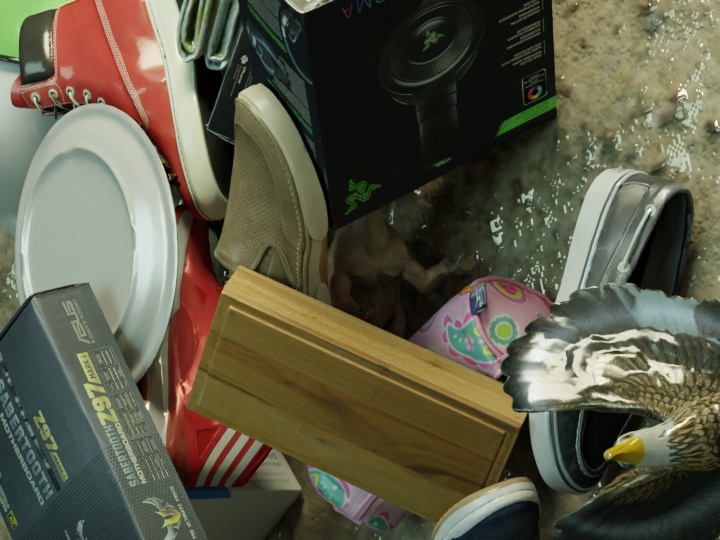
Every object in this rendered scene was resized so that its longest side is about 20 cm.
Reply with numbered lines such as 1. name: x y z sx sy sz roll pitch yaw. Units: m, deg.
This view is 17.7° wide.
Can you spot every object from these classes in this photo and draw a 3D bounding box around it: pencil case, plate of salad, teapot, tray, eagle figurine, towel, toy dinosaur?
1. pencil case: 0.049 0.087 1.485 0.200 0.087 0.088 -44 57 36
2. plate of salad: -0.173 -0.011 1.555 0.200 0.048 0.201 -1 89 51
3. teapot: -0.210 -0.119 1.740 0.145 0.198 0.201 17 129 11
4. tray: -0.003 0.083 1.428 0.199 0.037 0.099 24 127 5
5. eagle figurine: 0.184 0.091 1.303 0.200 0.150 0.152 -1 65 61
6. towel: -0.068 -0.241 1.572 0.048 0.200 0.172 22 115 1
7. toy dinosaur: 0.000 0.000 1.553 0.136 0.085 0.201 58 142 44

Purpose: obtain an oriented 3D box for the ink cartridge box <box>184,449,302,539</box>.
1. ink cartridge box: -0.170 0.128 1.673 0.145 0.147 0.200 -53 53 31

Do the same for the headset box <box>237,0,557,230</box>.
1. headset box: 0.024 -0.143 1.418 0.093 0.174 0.201 50 159 36

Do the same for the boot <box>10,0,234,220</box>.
1. boot: -0.165 -0.105 1.589 0.144 0.072 0.201 -24 68 15

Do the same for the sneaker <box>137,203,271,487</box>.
1. sneaker: -0.094 0.058 1.576 0.078 0.115 0.201 131 148 -66

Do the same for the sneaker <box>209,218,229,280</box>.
1. sneaker: -0.070 -0.034 1.626 0.079 0.075 0.201 -36 70 61

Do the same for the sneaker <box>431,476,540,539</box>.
1. sneaker: 0.089 0.212 1.409 0.200 0.070 0.109 103 146 -55

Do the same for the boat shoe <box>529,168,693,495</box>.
1. boat shoe: 0.158 0.041 1.387 0.068 0.072 0.201 16 93 46

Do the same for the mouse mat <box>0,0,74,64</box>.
1. mouse mat: -0.190 -0.207 1.683 0.008 0.199 0.162 94 -170 -62

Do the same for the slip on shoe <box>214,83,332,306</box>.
1. slip on shoe: -0.061 -0.019 1.442 0.076 0.060 0.201 47 152 46

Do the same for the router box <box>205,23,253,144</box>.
1. router box: -0.030 -0.185 1.544 0.062 0.150 0.201 22 107 3

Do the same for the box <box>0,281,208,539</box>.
1. box: -0.187 0.132 1.519 0.158 0.051 0.201 -45 66 48
